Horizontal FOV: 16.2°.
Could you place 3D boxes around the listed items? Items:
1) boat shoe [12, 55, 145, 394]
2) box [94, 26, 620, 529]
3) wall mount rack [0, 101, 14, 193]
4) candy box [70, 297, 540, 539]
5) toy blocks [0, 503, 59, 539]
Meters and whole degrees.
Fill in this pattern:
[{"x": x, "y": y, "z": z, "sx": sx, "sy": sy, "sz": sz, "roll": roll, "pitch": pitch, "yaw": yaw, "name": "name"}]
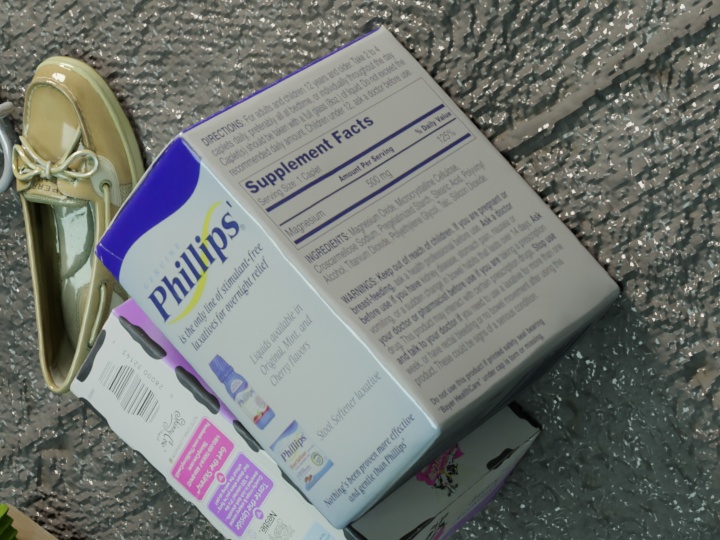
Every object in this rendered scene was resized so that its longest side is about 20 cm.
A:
[{"x": -0.173, "y": -0.026, "z": 1.508, "sx": 0.073, "sy": 0.063, "sz": 0.201, "roll": 13, "pitch": 118, "yaw": 31, "name": "boat shoe"}, {"x": 0.000, "y": 0.000, "z": 1.318, "sx": 0.200, "sy": 0.184, "sz": 0.105, "roll": 49, "pitch": 131, "yaw": 8, "name": "box"}, {"x": -0.304, "y": -0.118, "z": 1.553, "sx": 0.174, "sy": 0.075, "sz": 0.200, "roll": -23, "pitch": 95, "yaw": 41, "name": "wall mount rack"}, {"x": -0.028, "y": 0.077, "z": 1.383, "sx": 0.200, "sy": 0.168, "sz": 0.072, "roll": 42, "pitch": 129, "yaw": 13, "name": "candy box"}, {"x": -0.214, "y": 0.251, "z": 1.658, "sx": 0.137, "sy": 0.100, "sz": 0.200, "roll": 36, "pitch": 129, "yaw": 3, "name": "toy blocks"}]
